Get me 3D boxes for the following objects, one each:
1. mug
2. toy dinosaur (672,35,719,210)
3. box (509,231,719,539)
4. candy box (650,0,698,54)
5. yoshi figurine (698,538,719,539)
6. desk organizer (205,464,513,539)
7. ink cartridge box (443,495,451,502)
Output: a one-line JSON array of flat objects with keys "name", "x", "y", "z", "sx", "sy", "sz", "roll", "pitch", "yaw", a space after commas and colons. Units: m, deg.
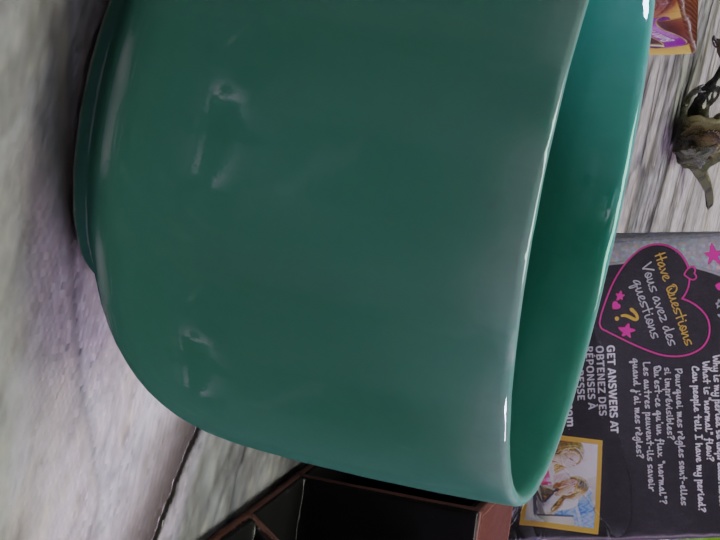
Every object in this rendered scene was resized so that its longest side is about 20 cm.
[{"name": "mug", "x": 0.001, "y": -0.022, "z": 0.719, "sx": 0.185, "sy": 0.114, "sz": 0.153, "roll": 81, "pitch": 23, "yaw": -61}, {"name": "toy dinosaur", "x": 0.230, "y": -0.096, "z": 1.904, "sx": 0.089, "sy": 0.047, "sz": 0.200, "roll": -63, "pitch": 168, "yaw": -2}, {"name": "box", "x": 0.124, "y": 0.052, "z": 1.316, "sx": 0.200, "sy": 0.114, "sz": 0.133, "roll": 15, "pitch": 72, "yaw": -79}, {"name": "candy box", "x": 0.094, "y": -0.187, "z": 1.056, "sx": 0.117, "sy": 0.056, "sz": 0.201, "roll": 43, "pitch": 50, "yaw": -76}, {"name": "yoshi figurine", "x": 0.184, "y": 0.118, "z": 1.761, "sx": 0.200, "sy": 0.111, "sz": 0.113, "roll": 87, "pitch": 12, "yaw": -61}, {"name": "desk organizer", "x": -0.004, "y": 0.114, "z": 0.947, "sx": 0.200, "sy": 0.071, "sz": 0.078, "roll": -29, "pitch": 128, "yaw": -75}, {"name": "ink cartridge box", "x": 0.041, "y": 0.012, "z": 1.123, "sx": 0.174, "sy": 0.043, "sz": 0.201, "roll": -23, "pitch": 124, "yaw": -75}]
